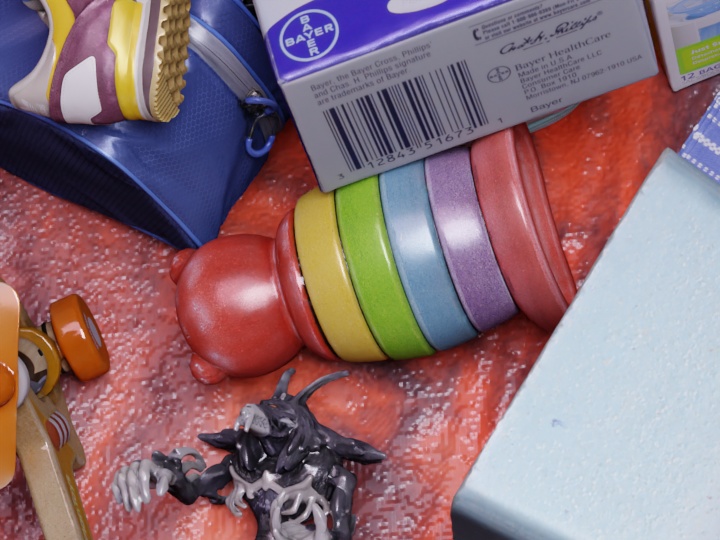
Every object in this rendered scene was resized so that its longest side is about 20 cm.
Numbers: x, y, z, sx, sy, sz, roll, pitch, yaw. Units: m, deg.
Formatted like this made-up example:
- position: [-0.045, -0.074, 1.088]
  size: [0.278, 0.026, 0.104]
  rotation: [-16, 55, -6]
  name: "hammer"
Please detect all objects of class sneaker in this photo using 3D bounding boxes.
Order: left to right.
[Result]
- position: [-0.129, -0.168, 1.305]
  size: [0.090, 0.075, 0.201]
  rotation: [1, 65, 7]
  name: "sneaker"

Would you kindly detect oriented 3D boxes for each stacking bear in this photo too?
- position: [0.000, 0.000, 1.352]
  size: [0.199, 0.114, 0.122]
  rotation: [-17, 82, 11]
  name: "stacking bear"

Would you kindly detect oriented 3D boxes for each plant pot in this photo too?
- position: [0.177, 0.098, 1.242]
  size: [0.200, 0.196, 0.197]
  rotation: [30, 77, 11]
  name: "plant pot"

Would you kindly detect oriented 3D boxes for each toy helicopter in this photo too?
- position: [-0.166, 0.089, 1.342]
  size: [0.079, 0.132, 0.201]
  rotation: [-22, 66, 2]
  name: "toy helicopter"

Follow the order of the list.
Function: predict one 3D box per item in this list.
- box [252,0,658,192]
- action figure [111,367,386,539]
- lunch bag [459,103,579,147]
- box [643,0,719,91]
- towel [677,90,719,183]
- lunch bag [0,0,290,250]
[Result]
- position: [0.032, -0.171, 1.318]
  size: [0.183, 0.105, 0.200]
  rotation: [-19, 56, 4]
  name: "box"
- position: [-0.058, 0.132, 1.320]
  size: [0.118, 0.102, 0.201]
  rotation: [4, 70, 26]
  name: "action figure"
- position: [0.027, -0.157, 1.429]
  size: [0.160, 0.077, 0.201]
  rotation: [-23, 66, 4]
  name: "lunch bag"
- position: [0.184, -0.194, 1.342]
  size: [0.112, 0.200, 0.102]
  rotation: [-20, 66, 4]
  name: "box"
- position: [0.258, -0.079, 1.311]
  size: [0.145, 0.024, 0.200]
  rotation: [33, 107, -1]
  name: "towel"
- position: [-0.126, -0.109, 1.399]
  size: [0.200, 0.136, 0.133]
  rotation: [23, 75, 30]
  name: "lunch bag"
